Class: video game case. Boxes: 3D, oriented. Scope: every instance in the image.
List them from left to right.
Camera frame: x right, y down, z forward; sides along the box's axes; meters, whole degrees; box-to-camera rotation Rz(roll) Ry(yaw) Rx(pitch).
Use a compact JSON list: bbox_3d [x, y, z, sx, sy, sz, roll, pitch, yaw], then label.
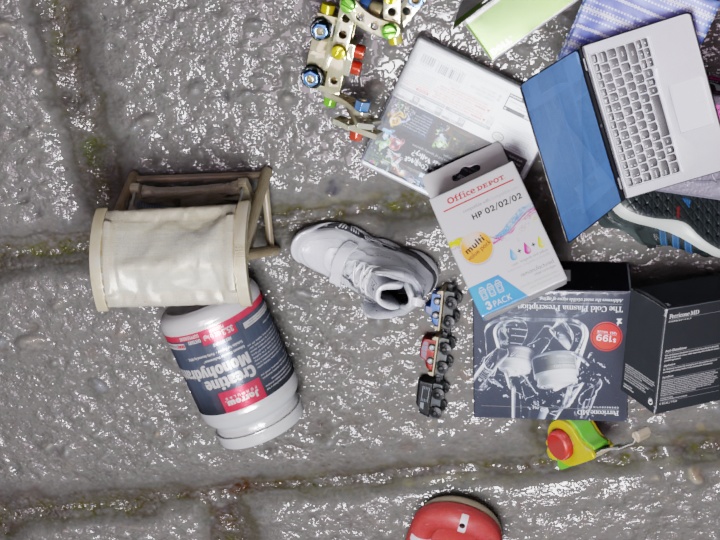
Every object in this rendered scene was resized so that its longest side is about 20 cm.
[{"bbox_3d":[0.125,-0.173,1.702,0.200,0.023,0.182,25,112,-2],"label":"video game case"}]

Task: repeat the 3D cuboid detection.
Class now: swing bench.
[{"bbox_3d":[-0.221,-0.042,1.708,0.198,0.200,0.130,-2,110,9],"label":"swing bench"}]

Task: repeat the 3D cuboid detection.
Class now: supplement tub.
[{"bbox_3d":[-0.168,0.121,1.793,0.140,0.140,0.200,-18,106,15],"label":"supplement tub"}]

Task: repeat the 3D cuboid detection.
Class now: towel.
[{"bbox_3d":[0.300,-0.240,1.530,0.145,0.024,0.200,23,111,1],"label":"towel"}]

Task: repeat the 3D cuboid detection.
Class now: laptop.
[{"bbox_3d":[0.297,-0.159,1.488,0.200,0.116,0.188,-16,107,12],"label":"laptop"}]

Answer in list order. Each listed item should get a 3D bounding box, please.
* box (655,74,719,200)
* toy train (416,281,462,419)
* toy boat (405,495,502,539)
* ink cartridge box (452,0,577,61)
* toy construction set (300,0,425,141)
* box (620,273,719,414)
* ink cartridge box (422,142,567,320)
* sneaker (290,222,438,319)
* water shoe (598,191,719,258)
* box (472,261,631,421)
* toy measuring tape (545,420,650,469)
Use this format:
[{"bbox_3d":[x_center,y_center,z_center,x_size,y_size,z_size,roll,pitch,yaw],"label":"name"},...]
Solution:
[{"bbox_3d":[0.367,-0.170,1.615,0.199,0.115,0.132,9,112,5],"label":"box"},{"bbox_3d":[0.102,0.106,1.805,0.046,0.034,0.200,14,113,17],"label":"toy train"},{"bbox_3d":[0.119,0.415,1.863,0.130,0.131,0.200,16,112,2],"label":"toy boat"},{"bbox_3d":[0.188,-0.309,1.545,0.148,0.200,0.076,-34,102,19],"label":"ink cartridge box"},{"bbox_3d":[-0.002,-0.263,1.657,0.131,0.092,0.200,15,101,3],"label":"toy construction set"},{"bbox_3d":[0.431,0.084,1.671,0.200,0.079,0.141,-8,115,-24],"label":"box"},{"bbox_3d":[0.160,-0.053,1.645,0.115,0.068,0.200,-25,81,5],"label":"ink cartridge box"},{"bbox_3d":[0.000,0.000,1.735,0.199,0.115,0.075,16,112,3],"label":"sneaker"},{"bbox_3d":[0.391,-0.060,1.686,0.200,0.072,0.079,22,155,-15],"label":"water shoe"},{"bbox_3d":[0.247,0.090,1.737,0.199,0.104,0.183,0,112,9],"label":"box"},{"bbox_3d":[0.300,0.210,1.761,0.074,0.074,0.200,41,149,-7],"label":"toy measuring tape"}]
